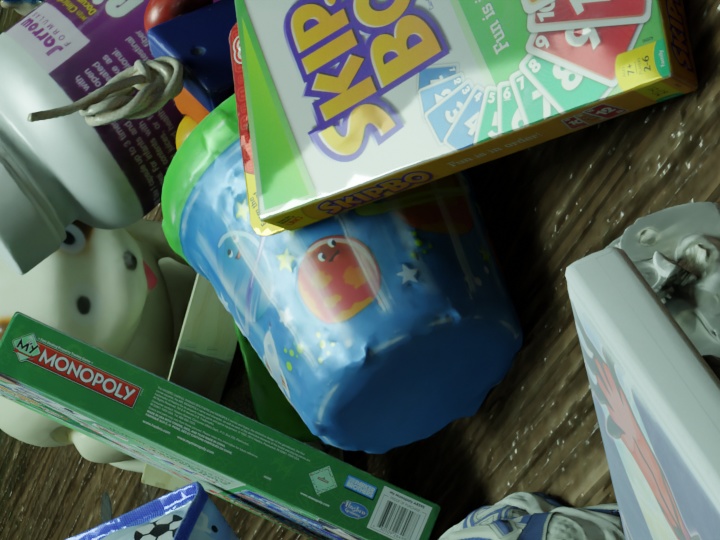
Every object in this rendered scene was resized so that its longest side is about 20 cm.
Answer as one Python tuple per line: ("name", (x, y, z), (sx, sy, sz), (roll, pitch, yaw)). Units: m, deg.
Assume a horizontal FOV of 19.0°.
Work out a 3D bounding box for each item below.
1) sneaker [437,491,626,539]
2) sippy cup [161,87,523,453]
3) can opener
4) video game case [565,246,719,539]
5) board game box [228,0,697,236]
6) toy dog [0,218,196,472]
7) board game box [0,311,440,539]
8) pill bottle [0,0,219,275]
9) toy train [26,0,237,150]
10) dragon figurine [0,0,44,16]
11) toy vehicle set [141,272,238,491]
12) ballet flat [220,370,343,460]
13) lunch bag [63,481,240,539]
("sneaker", (0.045, 0.123, 0.829), (0.200, 0.088, 0.076), (144, 120, -67))
("sippy cup", (0.000, 0.000, 0.903), (0.131, 0.139, 0.178), (63, 179, 30))
("can opener", (0.130, 0.051, 0.675), (0.067, 0.053, 0.200), (64, 180, -42))
("video game case", (0.118, 0.117, 0.618), (0.200, 0.023, 0.183), (-118, 9, -52))
("board game box", (0.027, -0.084, 0.805), (0.199, 0.030, 0.096), (-19, 70, 34))
("toy dog", (-0.164, 0.024, 1.211), (0.200, 0.193, 0.140), (85, -174, -71))
("board game box", (-0.071, 0.079, 0.964), (0.029, 0.199, 0.135), (-66, 6, -10))
("pill bottle", (-0.113, -0.091, 1.040), (0.112, 0.200, 0.112), (47, 168, 13))
("toy train", (-0.066, -0.062, 0.958), (0.085, 0.199, 0.116), (43, 144, 31))
("dragon figurine", (-0.140, -0.107, 1.282), (0.059, 0.200, 0.100), (-5, 64, 39))
("toy vehicle set", (-0.069, -0.001, 1.101), (0.125, 0.026, 0.201), (111, 173, -51))
("ballet flat", (-0.029, 0.068, 1.060), (0.200, 0.068, 0.067), (111, 143, -48))
("lunch bag", (-0.091, 0.226, 0.937), (0.170, 0.123, 0.200), (54, -156, -22))
